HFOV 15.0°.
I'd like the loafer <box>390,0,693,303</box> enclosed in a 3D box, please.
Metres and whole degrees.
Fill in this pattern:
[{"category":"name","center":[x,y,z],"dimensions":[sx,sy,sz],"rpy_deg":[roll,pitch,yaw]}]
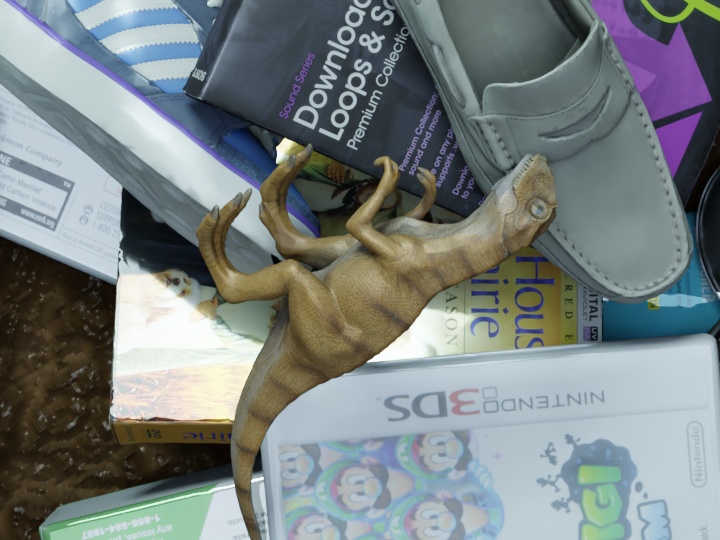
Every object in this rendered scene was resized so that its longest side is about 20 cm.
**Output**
[{"category":"loafer","center":[0.063,-0.069,1.008],"dimensions":[0.070,0.070,0.200],"rpy_deg":[-38,106,-5]}]

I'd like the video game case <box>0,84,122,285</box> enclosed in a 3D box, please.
[{"category":"video game case","center":[-0.068,-0.077,1.172],"dimensions":[0.200,0.023,0.183],"rpy_deg":[23,91,0]}]

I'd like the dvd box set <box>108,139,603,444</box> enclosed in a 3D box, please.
[{"category":"dvd box set","center":[0.000,0.000,1.121],"dimensions":[0.199,0.029,0.147],"rpy_deg":[1,70,2]}]

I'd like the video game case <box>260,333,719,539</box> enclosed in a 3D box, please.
[{"category":"video game case","center":[0.058,0.132,1.080],"dimensions":[0.181,0.024,0.201],"rpy_deg":[-5,98,3]}]

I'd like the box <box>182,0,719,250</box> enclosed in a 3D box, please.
[{"category":"box","center":[0.050,-0.093,1.056],"dimensions":[0.200,0.036,0.143],"rpy_deg":[23,92,-15]}]

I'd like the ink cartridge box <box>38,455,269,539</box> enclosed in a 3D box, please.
[{"category":"ink cartridge box","center":[-0.039,0.183,1.147],"dimensions":[0.144,0.084,0.201],"rpy_deg":[-13,91,-1]}]

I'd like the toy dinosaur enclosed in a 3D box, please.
[{"category":"toy dinosaur","center":[-0.016,0.018,1.010],"dimensions":[0.200,0.060,0.106],"rpy_deg":[-42,85,25]}]

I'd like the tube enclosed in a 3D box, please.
[{"category":"tube","center":[0.143,0.004,1.164],"dimensions":[0.199,0.050,0.078],"rpy_deg":[-4,71,-2]}]

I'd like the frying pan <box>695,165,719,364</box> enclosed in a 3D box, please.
[{"category":"frying pan","center":[0.164,-0.002,1.132],"dimensions":[0.190,0.031,0.115],"rpy_deg":[-16,65,-21]}]

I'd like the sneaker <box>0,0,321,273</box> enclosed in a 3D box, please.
[{"category":"sneaker","center":[-0.059,-0.103,1.101],"dimensions":[0.200,0.081,0.147],"rpy_deg":[37,77,17]}]
